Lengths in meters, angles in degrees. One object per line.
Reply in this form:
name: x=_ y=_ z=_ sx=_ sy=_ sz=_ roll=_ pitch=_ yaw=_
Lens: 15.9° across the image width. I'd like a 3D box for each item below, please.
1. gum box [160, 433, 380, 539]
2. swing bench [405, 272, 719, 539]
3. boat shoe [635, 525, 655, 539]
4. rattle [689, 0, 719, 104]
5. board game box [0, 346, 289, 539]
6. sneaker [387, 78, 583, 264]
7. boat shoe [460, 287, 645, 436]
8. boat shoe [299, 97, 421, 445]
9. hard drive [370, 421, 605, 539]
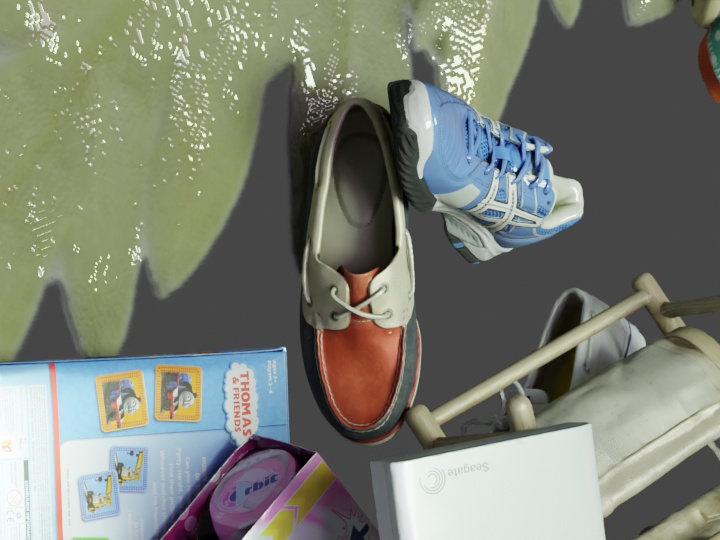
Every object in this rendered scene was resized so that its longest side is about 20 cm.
gum box: x=-0.073 y=0.202 z=1.396 sx=0.200 sy=0.066 sz=0.114 roll=-49 pitch=122 yaw=-23
swing bench: x=0.168 y=0.125 z=1.498 sx=0.199 sy=0.130 sz=0.200 roll=-28 pitch=98 yaw=-28
boat shoe: x=0.161 y=0.252 z=1.620 sx=0.066 sy=0.074 sz=0.200 roll=36 pitch=64 yaw=-17
rattle: x=0.204 y=-0.211 z=1.679 sx=0.143 sy=0.130 sz=0.200 roll=4 pitch=111 yaw=-27
board game box: x=-0.126 y=0.121 z=1.420 sx=0.200 sy=0.037 sz=0.151 roll=-1 pitch=89 yaw=-37
sneaker: x=0.070 y=-0.066 z=1.509 sx=0.200 sy=0.077 sz=0.076 roll=37 pitch=45 yaw=-63
boat shoe: x=0.107 y=0.096 z=1.579 sx=0.086 sy=0.075 sz=0.202 roll=41 pitch=62 yaw=-29
boat shoe: x=0.000 y=0.000 z=1.494 sx=0.071 sy=0.063 sz=0.200 roll=1 pitch=82 yaw=2
hard drive: x=0.077 y=0.188 z=1.356 sx=0.132 sy=0.027 sz=0.200 roll=-8 pitch=92 yaw=-33
